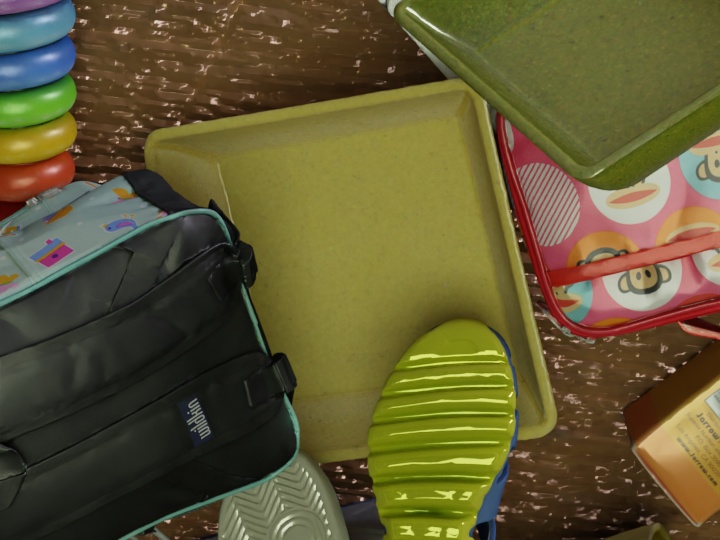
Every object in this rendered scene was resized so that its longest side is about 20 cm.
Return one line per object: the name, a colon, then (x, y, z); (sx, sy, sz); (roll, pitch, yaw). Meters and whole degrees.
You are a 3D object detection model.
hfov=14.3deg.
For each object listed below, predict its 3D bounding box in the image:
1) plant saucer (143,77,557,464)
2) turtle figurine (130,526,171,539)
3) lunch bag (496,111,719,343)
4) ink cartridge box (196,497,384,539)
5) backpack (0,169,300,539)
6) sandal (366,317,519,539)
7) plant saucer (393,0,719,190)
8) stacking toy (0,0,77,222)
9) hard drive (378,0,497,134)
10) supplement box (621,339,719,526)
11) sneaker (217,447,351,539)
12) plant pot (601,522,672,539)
plant saucer: (0.000, 0.000, 1.559); (0.199, 0.048, 0.201); (-8, 105, 21)
turtle figurine: (-0.176, 0.173, 1.562); (0.199, 0.100, 0.151); (20, 93, 36)
lunch bag: (0.180, -0.045, 1.504); (0.199, 0.082, 0.177); (-15, 99, 10)
ink cartridge box: (-0.026, 0.246, 1.628); (0.136, 0.076, 0.201); (-12, 102, 3)
backpack: (-0.156, 0.057, 1.491); (0.199, 0.153, 0.177); (-31, 121, -24)
sandal: (0.044, 0.125, 1.517); (0.079, 0.087, 0.201); (9, 90, 11)
plant saucer: (0.146, -0.124, 1.427); (0.199, 0.200, 0.048); (-33, 129, -9)
stacking toy: (-0.186, -0.088, 1.543); (0.085, 0.085, 0.201); (-4, 108, 1)
hard drive: (0.125, -0.165, 1.542); (0.200, 0.038, 0.140); (-40, 101, 10)
supplement box: (0.242, 0.051, 1.583); (0.200, 0.067, 0.069); (-40, 101, 10)
sneaker: (-0.019, 0.192, 1.547); (0.075, 0.084, 0.201); (-18, 79, 14)
plant pot: (0.111, 0.249, 1.578); (0.141, 0.200, 0.201); (-10, 105, 14)
